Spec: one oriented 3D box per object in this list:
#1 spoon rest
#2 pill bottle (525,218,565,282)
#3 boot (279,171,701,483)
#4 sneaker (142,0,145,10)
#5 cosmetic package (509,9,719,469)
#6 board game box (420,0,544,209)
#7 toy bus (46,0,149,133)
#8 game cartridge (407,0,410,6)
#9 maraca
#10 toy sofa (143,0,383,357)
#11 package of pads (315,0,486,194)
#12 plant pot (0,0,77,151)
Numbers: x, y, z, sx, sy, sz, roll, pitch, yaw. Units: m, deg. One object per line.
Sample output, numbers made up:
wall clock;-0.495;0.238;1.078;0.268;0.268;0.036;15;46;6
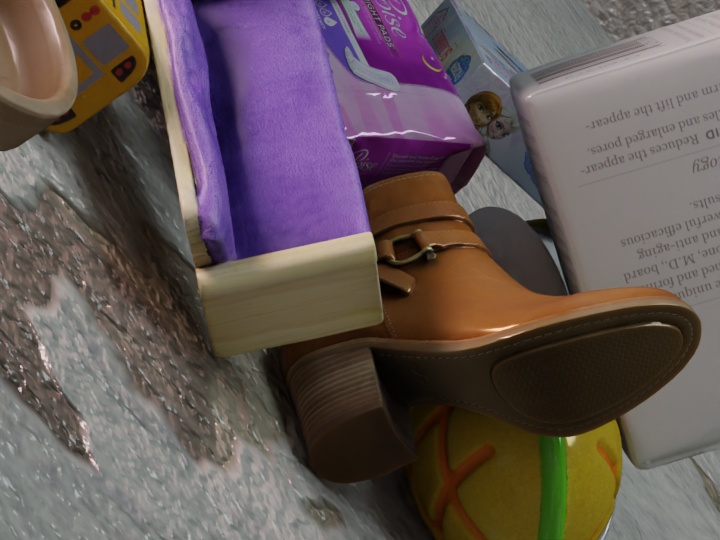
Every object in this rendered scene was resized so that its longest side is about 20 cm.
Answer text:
spoon rest;0.093;0.063;1.493;0.060;0.099;0.201;-14;89;-32
pill bottle;0.099;0.030;1.632;0.113;0.113;0.200;55;12;3
boot;0.055;0.013;1.322;0.156;0.199;0.077;-99;163;-48
sneaker;-0.068;-0.155;1.566;0.078;0.082;0.200;55;16;0
cosmetic package;0.184;-0.025;1.441;0.165;0.164;0.201;-91;164;-82
board game box;0.120;-0.068;1.665;0.200;0.041;0.200;41;10;-13
toy bus;-0.148;-0.150;1.296;0.078;0.065;0.200;47;15;-29
game cartridge;0.014;-0.135;1.583;0.133;0.040;0.201;61;13;-73
maraca;0.070;0.084;1.396;0.200;0.106;0.138;-125;-141;-68
toy sofa;-0.048;-0.070;1.273;0.098;0.082;0.201;83;-5;-53
package of pads;-0.028;-0.120;1.436;0.120;0.076;0.201;1;52;-42
plant pot;-0.195;-0.110;0.955;0.201;0.093;0.201;50;12;-15
